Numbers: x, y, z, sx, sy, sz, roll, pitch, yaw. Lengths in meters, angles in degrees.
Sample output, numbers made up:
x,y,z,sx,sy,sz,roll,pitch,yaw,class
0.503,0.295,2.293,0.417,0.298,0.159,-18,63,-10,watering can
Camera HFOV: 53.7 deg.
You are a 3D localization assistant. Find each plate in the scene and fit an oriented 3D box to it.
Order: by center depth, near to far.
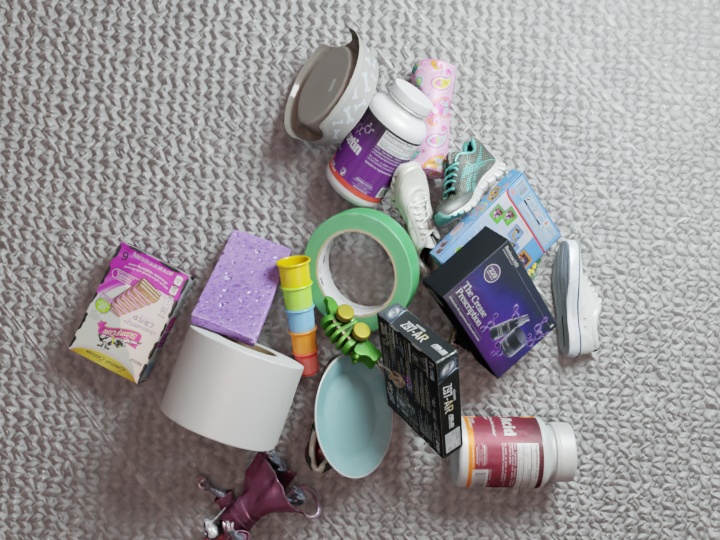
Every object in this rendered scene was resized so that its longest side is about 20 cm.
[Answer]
x,y,z,sx,sy,sz,roll,pitch,yaw,class
-0.014,0.239,1.182,0.025,0.198,0.205,-11,87,38,plate

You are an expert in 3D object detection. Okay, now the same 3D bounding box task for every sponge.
x,y,z,sx,sy,sz,roll,pitch,yaw,class
-0.195,0.025,1.185,0.109,0.030,0.202,19,49,-2,sponge

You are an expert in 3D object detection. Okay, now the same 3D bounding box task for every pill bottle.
x,y,z,sx,sy,sz,roll,pitch,yaw,class
0.034,-0.211,1.182,0.112,0.113,0.201,37,116,1,pill bottle
0.255,0.305,1.198,0.195,0.114,0.117,1,87,-2,pill bottle

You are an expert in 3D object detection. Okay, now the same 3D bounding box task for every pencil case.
x,y,z,sx,sy,sz,roll,pitch,yaw,class
0.119,-0.259,1.238,0.085,0.087,0.205,6,88,-1,pencil case

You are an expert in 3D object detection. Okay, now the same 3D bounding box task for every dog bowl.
x,y,z,sx,sy,sz,roll,pitch,yaw,class
-0.047,-0.300,1.190,0.058,0.199,0.204,25,87,-34,dog bowl

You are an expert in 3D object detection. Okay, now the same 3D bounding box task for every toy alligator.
x,y,z,sx,sy,sz,roll,pitch,yaw,class
-0.009,0.123,1.153,0.054,0.060,0.200,-27,66,-36,toy alligator

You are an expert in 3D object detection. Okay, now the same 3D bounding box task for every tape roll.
x,y,z,sx,sy,sz,roll,pitch,yaw,class
-0.206,0.186,1.149,0.199,0.203,0.142,20,87,0,tape roll
0.000,0.000,1.195,0.196,0.048,0.205,6,106,20,tape roll

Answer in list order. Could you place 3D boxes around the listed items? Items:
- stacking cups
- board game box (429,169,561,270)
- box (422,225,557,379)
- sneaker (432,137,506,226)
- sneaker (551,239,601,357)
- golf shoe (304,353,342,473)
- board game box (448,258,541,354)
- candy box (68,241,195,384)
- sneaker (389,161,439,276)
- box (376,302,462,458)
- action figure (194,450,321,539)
x,y,z,sx,sy,sz,roll,pitch,yaw,class
-0.105,0.080,1.204,0.059,0.061,0.205,-4,107,-2,stacking cups
0.230,-0.045,1.199,0.200,0.037,0.152,-45,119,-5,board game box
0.215,0.054,1.164,0.141,0.079,0.201,-41,120,-6,box
0.165,-0.152,1.196,0.092,0.077,0.200,50,50,-9,sneaker
0.381,0.047,1.242,0.069,0.073,0.205,-4,96,-11,sneaker
-0.044,0.245,1.207,0.075,0.088,0.205,12,86,1,golf shoe
0.237,0.054,1.255,0.103,0.023,0.204,22,87,1,board game box
-0.389,0.072,1.219,0.134,0.061,0.203,25,87,-1,candy box
0.099,-0.083,1.188,0.074,0.081,0.204,-21,121,-17,sneaker
0.095,0.176,1.136,0.043,0.160,0.203,-24,125,-23,box
-0.190,0.401,1.208,0.200,0.135,0.149,-42,131,9,action figure
